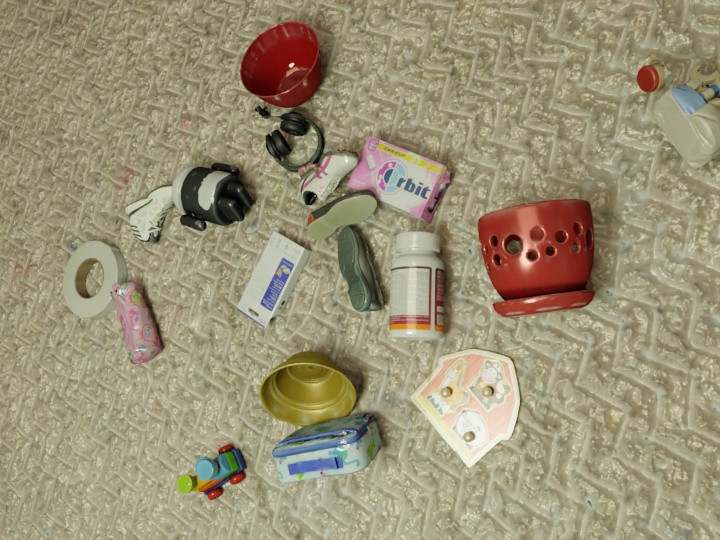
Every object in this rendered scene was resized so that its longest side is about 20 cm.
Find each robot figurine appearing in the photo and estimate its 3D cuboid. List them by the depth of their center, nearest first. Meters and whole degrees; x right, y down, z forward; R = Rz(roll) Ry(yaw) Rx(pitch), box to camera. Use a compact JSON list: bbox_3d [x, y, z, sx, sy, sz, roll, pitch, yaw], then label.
[{"bbox_3d":[-0.352,-0.176,1.470,0.197,0.150,0.127,16,117,25],"label":"robot figurine"}]

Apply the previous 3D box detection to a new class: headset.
[{"bbox_3d":[-0.171,-0.315,1.450,0.199,0.094,0.124,41,94,9],"label":"headset"}]

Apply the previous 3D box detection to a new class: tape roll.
[{"bbox_3d":[-0.702,0.024,1.642,0.199,0.037,0.208,-4,80,25],"label":"tape roll"}]

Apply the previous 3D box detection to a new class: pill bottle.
[{"bbox_3d":[0.112,0.033,1.226,0.107,0.109,0.205,-2,79,24],"label":"pill bottle"}]

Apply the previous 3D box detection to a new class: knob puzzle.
[{"bbox_3d":[0.215,0.240,1.187,0.215,0.030,0.225,-5,79,24],"label":"knob puzzle"}]

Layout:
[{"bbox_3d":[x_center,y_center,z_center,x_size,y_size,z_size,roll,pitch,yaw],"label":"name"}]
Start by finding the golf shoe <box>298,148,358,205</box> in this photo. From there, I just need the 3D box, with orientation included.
[{"bbox_3d":[-0.065,-0.200,1.344,0.199,0.071,0.094,-16,76,54],"label":"golf shoe"}]

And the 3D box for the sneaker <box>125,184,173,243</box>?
[{"bbox_3d":[-0.504,-0.136,1.569,0.198,0.075,0.118,-21,81,28],"label":"sneaker"}]

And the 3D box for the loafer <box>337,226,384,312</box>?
[{"bbox_3d":[0.000,0.000,1.317,0.072,0.062,0.203,-43,49,40],"label":"loafer"}]

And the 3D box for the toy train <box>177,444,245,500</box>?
[{"bbox_3d":[-0.359,0.466,1.364,0.199,0.115,0.086,-36,68,15],"label":"toy train"}]

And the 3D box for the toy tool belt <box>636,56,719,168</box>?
[{"bbox_3d":[0.580,-0.286,1.076,0.121,0.125,0.203,-22,73,-14],"label":"toy tool belt"}]

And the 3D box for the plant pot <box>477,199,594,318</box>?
[{"bbox_3d":[0.316,-0.017,1.097,0.197,0.200,0.187,-11,84,22],"label":"plant pot"}]

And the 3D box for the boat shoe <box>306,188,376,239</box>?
[{"bbox_3d":[-0.041,-0.130,1.326,0.198,0.071,0.063,-26,40,40],"label":"boat shoe"}]

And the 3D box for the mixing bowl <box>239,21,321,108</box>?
[{"bbox_3d":[-0.164,-0.451,1.426,0.196,0.108,0.204,-9,65,19],"label":"mixing bowl"}]

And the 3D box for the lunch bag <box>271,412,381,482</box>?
[{"bbox_3d":[-0.064,0.349,1.221,0.196,0.160,0.084,-16,91,21],"label":"lunch bag"}]

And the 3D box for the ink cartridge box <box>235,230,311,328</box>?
[{"bbox_3d":[-0.197,0.022,1.410,0.098,0.039,0.203,29,92,26],"label":"ink cartridge box"}]

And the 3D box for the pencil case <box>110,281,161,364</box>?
[{"bbox_3d":[-0.555,0.125,1.531,0.086,0.087,0.203,-30,71,17],"label":"pencil case"}]

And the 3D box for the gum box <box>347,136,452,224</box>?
[{"bbox_3d":[0.085,-0.188,1.299,0.198,0.066,0.115,27,94,26],"label":"gum box"}]

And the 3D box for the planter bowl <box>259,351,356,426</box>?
[{"bbox_3d":[-0.106,0.227,1.282,0.197,0.201,0.084,-22,37,19],"label":"planter bowl"}]
